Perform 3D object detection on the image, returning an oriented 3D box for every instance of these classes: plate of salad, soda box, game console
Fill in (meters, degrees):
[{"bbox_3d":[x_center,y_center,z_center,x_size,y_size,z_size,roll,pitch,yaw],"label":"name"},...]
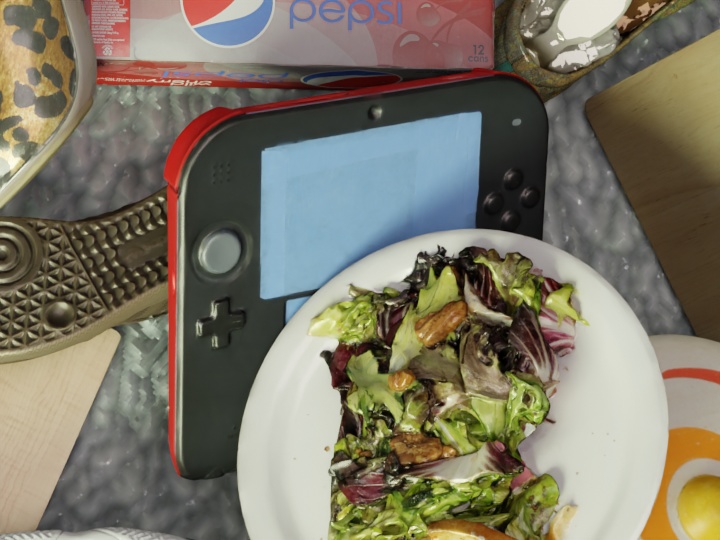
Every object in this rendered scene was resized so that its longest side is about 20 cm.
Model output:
[{"bbox_3d":[0.036,0.072,1.240,0.199,0.048,0.201,-8,67,18],"label":"plate of salad"},{"bbox_3d":[-0.038,-0.123,1.359,0.199,0.070,0.064,1,84,-10],"label":"soda box"},{"bbox_3d":[0.000,0.000,1.320,0.199,0.031,0.178,-10,110,-28],"label":"game console"}]

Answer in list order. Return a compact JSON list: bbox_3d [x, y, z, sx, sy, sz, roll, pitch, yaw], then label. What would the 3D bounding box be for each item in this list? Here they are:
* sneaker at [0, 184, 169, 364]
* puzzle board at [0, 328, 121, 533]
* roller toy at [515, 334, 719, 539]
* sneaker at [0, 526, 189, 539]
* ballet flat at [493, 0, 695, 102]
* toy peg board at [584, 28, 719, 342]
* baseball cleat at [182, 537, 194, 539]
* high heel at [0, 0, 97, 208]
[{"bbox_3d":[-0.123,0.008,1.329,0.199,0.076,0.071,-17,70,-11],"label":"sneaker"},{"bbox_3d":[-0.222,0.091,1.338,0.150,0.017,0.201,25,82,-9],"label":"puzzle board"},{"bbox_3d":[0.135,0.127,1.314,0.200,0.140,0.183,34,60,-6],"label":"roller toy"},{"bbox_3d":[-0.167,0.179,1.276,0.199,0.076,0.114,-4,77,4],"label":"sneaker"},{"bbox_3d":[0.141,-0.155,1.397,0.200,0.071,0.071,-40,93,-11],"label":"ballet flat"},{"bbox_3d":[0.231,-0.034,1.346,0.098,0.200,0.200,-27,91,-26],"label":"toy peg board"},{"bbox_3d":[-0.005,0.175,1.354,0.200,0.070,0.107,40,65,-8],"label":"baseball cleat"},{"bbox_3d":[-0.177,-0.117,1.267,0.142,0.071,0.200,39,100,-6],"label":"high heel"}]
